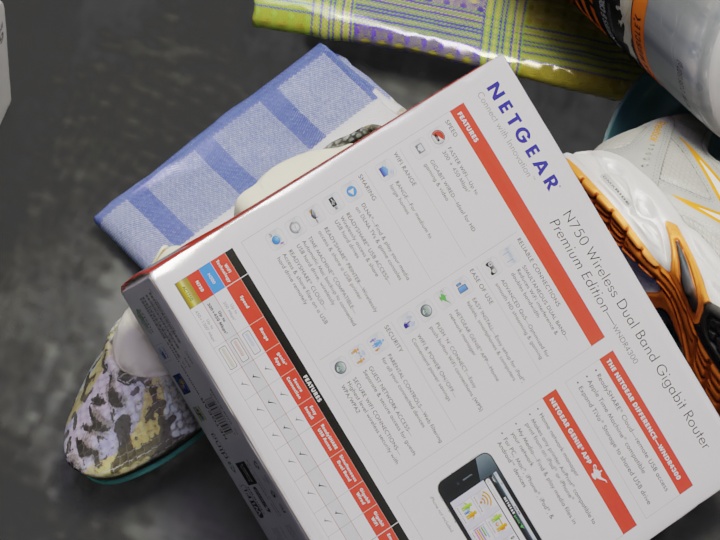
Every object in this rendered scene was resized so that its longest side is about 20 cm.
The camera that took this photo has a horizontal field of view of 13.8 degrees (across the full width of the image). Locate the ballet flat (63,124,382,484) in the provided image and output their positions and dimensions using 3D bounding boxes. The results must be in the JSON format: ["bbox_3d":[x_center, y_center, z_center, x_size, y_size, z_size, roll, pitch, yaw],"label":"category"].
[{"bbox_3d":[-0.052,0.004,1.230,0.200,0.072,0.072,-38,66,-17],"label":"ballet flat"}]

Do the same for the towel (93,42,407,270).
[{"bbox_3d":[0.000,0.000,1.286,0.147,0.024,0.200,-38,64,-20],"label":"towel"}]

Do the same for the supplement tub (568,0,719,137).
[{"bbox_3d":[0.142,-0.151,1.280,0.122,0.123,0.200,-25,45,-17],"label":"supplement tub"}]

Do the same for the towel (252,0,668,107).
[{"bbox_3d":[0.057,-0.149,1.373,0.199,0.023,0.144,11,59,-1],"label":"towel"}]

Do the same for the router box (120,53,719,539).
[{"bbox_3d":[0.032,0.045,1.192,0.179,0.049,0.201,-31,92,-20],"label":"router box"}]

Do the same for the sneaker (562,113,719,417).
[{"bbox_3d":[0.169,0.007,1.225,0.092,0.076,0.200,-32,68,-25],"label":"sneaker"}]

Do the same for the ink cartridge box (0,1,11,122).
[{"bbox_3d":[-0.268,-0.068,1.283,0.199,0.084,0.147,16,59,8],"label":"ink cartridge box"}]

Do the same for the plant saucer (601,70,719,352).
[{"bbox_3d":[0.200,-0.024,1.300,0.199,0.027,0.201,2,59,-3],"label":"plant saucer"}]
